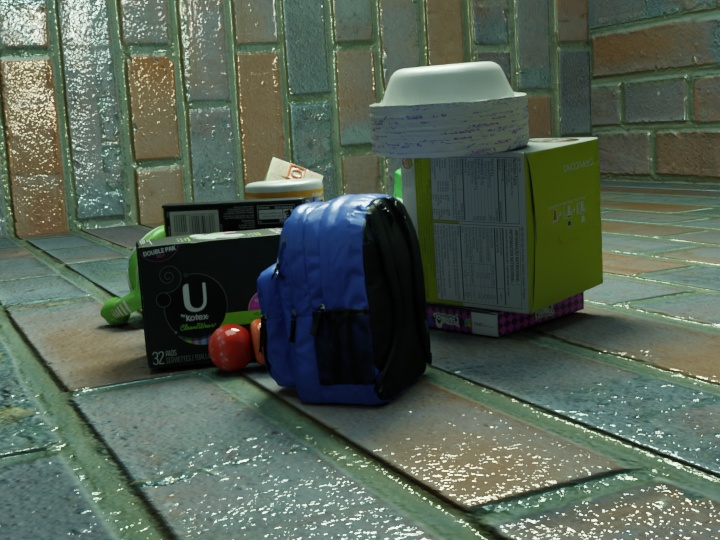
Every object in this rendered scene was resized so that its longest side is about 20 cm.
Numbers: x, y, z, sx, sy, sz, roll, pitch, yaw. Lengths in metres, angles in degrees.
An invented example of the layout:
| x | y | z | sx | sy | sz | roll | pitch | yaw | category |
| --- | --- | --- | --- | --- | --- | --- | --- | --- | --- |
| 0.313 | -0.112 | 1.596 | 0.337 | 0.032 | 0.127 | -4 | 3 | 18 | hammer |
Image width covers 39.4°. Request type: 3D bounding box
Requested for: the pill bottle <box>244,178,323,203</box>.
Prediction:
| x | y | z | sx | sy | sz | roll | pitch | yaw | category |
| --- | --- | --- | --- | --- | --- | --- | --- | --- | --- |
| -0.101 | -0.024 | 1.408 | 0.110 | 0.203 | 0.112 | -4 | 8 | 1 | pill bottle |

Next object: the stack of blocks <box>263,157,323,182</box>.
| x | y | z | sx | sy | sz | roll | pitch | yaw | category |
| --- | --- | --- | --- | --- | --- | --- | --- | --- | --- |
| -0.117 | -0.090 | 1.636 | 0.114 | 0.059 | 0.200 | 18 | -30 | -8 | stack of blocks |

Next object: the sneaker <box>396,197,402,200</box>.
| x | y | z | sx | sy | sz | roll | pitch | yaw | category |
| --- | --- | --- | --- | --- | --- | --- | --- | --- | --- |
| 0.057 | -0.068 | 1.704 | 0.099 | 0.078 | 0.200 | 33 | -5 | -18 | sneaker |

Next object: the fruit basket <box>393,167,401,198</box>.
| x | y | z | sx | sy | sz | roll | pitch | yaw | category |
| --- | --- | --- | --- | --- | --- | --- | --- | --- | --- |
| 0.151 | -0.103 | 1.713 | 0.199 | 0.187 | 0.094 | 28 | 52 | 24 | fruit basket |

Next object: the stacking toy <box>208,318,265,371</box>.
| x | y | z | sx | sy | sz | roll | pitch | yaw | category |
| --- | --- | --- | --- | --- | --- | --- | --- | --- | --- |
| -0.078 | 0.076 | 1.164 | 0.197 | 0.087 | 0.085 | -10 | 9 | -9 | stacking toy |

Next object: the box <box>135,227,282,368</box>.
| x | y | z | sx | sy | sz | roll | pitch | yaw | category |
| --- | --- | --- | --- | --- | --- | --- | --- | --- | --- |
| -0.171 | 0.030 | 1.244 | 0.197 | 0.151 | 0.124 | -6 | 7 | -13 | box |

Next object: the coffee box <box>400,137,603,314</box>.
| x | y | z | sx | sy | sz | roll | pitch | yaw | category |
| --- | --- | --- | --- | --- | --- | --- | --- | --- | --- |
| 0.190 | -0.068 | 1.330 | 0.196 | 0.203 | 0.199 | 5 | 14 | 40 | coffee box |

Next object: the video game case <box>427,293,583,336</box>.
| x | y | z | sx | sy | sz | roll | pitch | yaw | category |
| --- | --- | --- | --- | --- | --- | --- | --- | --- | --- |
| 0.177 | 0.047 | 1.377 | 0.180 | 0.036 | 0.199 | 5 | 12 | 45 | video game case |

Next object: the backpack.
| x | y | z | sx | sy | sz | roll | pitch | yaw | category |
| --- | --- | --- | --- | --- | --- | --- | --- | --- | --- |
| -0.022 | 0.024 | 1.043 | 0.166 | 0.203 | 0.162 | -1 | 9 | 17 | backpack |

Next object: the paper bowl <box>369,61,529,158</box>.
| x | y | z | sx | sy | sz | roll | pitch | yaw | category |
| --- | --- | --- | --- | --- | --- | --- | --- | --- | --- |
| 0.109 | -0.202 | 1.251 | 0.198 | 0.106 | 0.201 | -5 | 12 | 1 | paper bowl |

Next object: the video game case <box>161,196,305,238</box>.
| x | y | z | sx | sy | sz | roll | pitch | yaw | category |
| --- | --- | --- | --- | --- | --- | --- | --- | --- | --- |
| -0.165 | -0.003 | 1.354 | 0.197 | 0.183 | 0.025 | -2 | 9 | 12 | video game case |

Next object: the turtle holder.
| x | y | z | sx | sy | sz | roll | pitch | yaw | category |
| --- | --- | --- | --- | --- | --- | --- | --- | --- | --- |
| -0.292 | 0.018 | 1.523 | 0.140 | 0.187 | 0.131 | 29 | -17 | -22 | turtle holder |
